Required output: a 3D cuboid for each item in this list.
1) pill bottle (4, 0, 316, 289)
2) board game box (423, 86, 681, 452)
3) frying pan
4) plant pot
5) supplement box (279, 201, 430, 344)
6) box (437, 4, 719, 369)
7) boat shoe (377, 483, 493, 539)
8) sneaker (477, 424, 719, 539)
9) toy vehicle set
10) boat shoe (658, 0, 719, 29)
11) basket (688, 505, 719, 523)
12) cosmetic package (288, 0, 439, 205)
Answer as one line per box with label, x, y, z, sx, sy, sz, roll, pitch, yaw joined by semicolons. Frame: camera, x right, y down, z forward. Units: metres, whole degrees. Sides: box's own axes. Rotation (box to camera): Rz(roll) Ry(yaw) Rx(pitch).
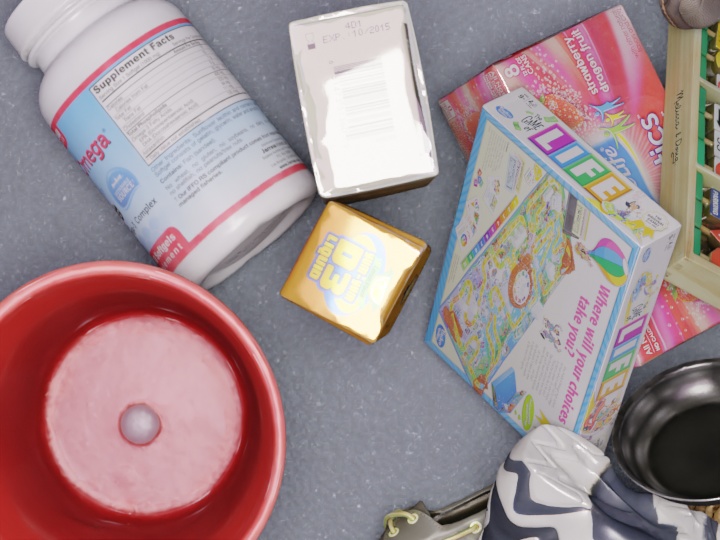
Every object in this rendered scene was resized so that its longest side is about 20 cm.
pill bottle;-0.126;-0.093;1.487;0.109;0.109;0.200;-39;84;1
board game box;0.109;0.010;1.434;0.034;0.201;0.134;-26;57;-32
frying pan;0.234;0.077;1.434;0.189;0.115;0.031;-33;132;-18
plant pot;-0.138;0.094;1.458;0.199;0.177;0.202;0;90;0
supplement box;0.000;0.000;1.443;0.068;0.200;0.067;28;91;0
box;0.145;-0.045;1.479;0.102;0.095;0.201;-26;90;-21
boat shoe;0.048;0.170;1.510;0.200;0.072;0.061;-18;93;-6
sneaker;0.149;0.196;1.438;0.198;0.080;0.130;32;126;2
toy vehicle set;0.235;-0.059;1.448;0.124;0.026;0.201;25;52;-25
boat shoe;0.189;-0.225;1.481;0.073;0.075;0.201;-11;52;25
basket;0.312;0.118;1.510;0.142;0.149;0.201;35;91;-33
cosmetic package;0.002;-0.095;1.442;0.071;0.200;0.106;-11;92;0
